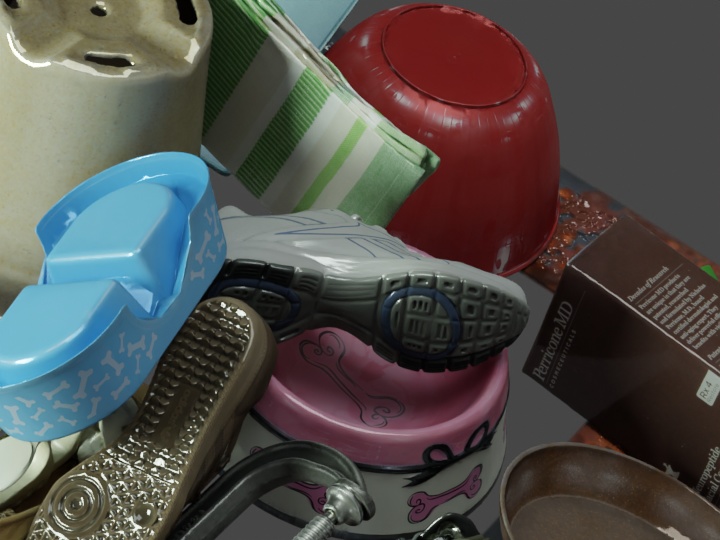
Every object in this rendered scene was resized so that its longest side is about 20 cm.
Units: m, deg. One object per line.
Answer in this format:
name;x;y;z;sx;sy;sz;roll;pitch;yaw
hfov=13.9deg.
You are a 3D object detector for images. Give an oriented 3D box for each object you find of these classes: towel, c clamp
towel;-0.052;-0.098;1.766;0.200;0.153;0.023;44;57;3
c clamp;-0.063;0.162;1.551;0.171;0.027;0.200;3;42;50

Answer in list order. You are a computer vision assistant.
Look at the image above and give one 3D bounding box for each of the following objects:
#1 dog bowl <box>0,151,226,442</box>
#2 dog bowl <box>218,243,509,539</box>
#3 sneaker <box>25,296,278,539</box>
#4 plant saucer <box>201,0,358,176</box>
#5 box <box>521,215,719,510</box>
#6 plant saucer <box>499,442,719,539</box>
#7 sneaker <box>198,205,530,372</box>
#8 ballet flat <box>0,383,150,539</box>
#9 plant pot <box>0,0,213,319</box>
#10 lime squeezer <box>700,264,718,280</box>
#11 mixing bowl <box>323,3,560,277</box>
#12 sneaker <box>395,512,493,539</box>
dog bowl;-0.142;0.015;1.591;0.111;0.050;0.200;-5;38;35
dog bowl;-0.002;0.059;1.718;0.199;0.074;0.201;10;44;-9
sneaker;-0.105;0.112;1.601;0.070;0.076;0.200;33;82;26
plant saucer;-0.055;-0.150;1.874;0.070;0.019;0.200;31;74;16
box;0.204;0.069;1.760;0.200;0.100;0.075;37;46;20
plant saucer;0.158;0.177;1.650;0.200;0.035;0.201;23;30;-14
sneaker;0.000;0.000;1.675;0.199;0.075;0.087;11;38;-9
ballet flat;-0.167;0.104;1.620;0.069;0.063;0.200;33;44;18
plant pot;-0.168;-0.091;1.732;0.200;0.184;0.201;10;43;-10
lime squeezer;0.263;0.071;1.837;0.200;0.038;0.071;44;17;25
mixing bowl;0.047;-0.097;1.871;0.199;0.109;0.201;11;44;-10
sneaker;0.005;0.171;1.576;0.199;0.114;0.076;14;43;4
